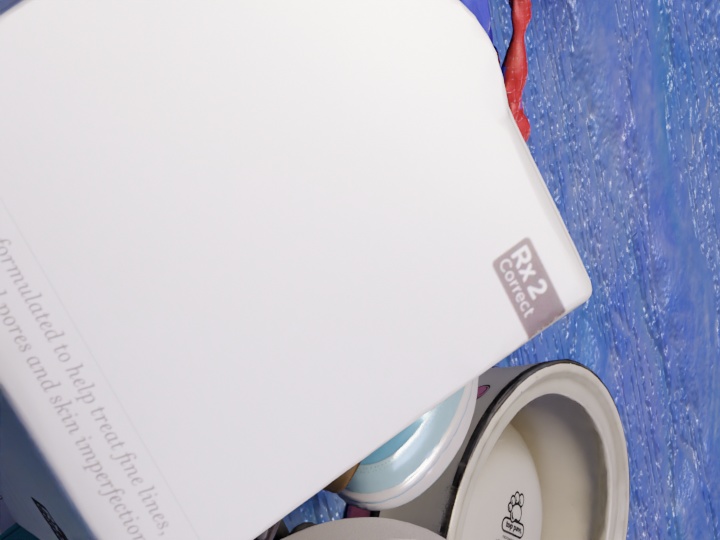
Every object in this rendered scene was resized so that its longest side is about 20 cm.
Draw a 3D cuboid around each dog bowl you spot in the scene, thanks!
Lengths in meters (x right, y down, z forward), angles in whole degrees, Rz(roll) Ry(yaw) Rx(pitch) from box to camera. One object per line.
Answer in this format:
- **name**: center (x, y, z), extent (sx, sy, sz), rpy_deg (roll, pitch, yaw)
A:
- **dog bowl**: center (0.063, 0.140, 1.381), extent (0.200, 0.074, 0.200), rpy_deg (-19, 113, -54)

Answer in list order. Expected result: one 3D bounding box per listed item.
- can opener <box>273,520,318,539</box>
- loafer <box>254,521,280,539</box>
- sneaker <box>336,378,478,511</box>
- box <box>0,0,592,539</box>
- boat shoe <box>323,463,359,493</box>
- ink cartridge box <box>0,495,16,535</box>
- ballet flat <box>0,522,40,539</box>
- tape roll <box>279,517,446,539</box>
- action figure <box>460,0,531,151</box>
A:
- **can opener**: center (-0.009, 0.200, 1.289), extent (0.079, 0.063, 0.200), rpy_deg (-46, 134, -42)
- **loafer**: center (-0.058, 0.057, 1.142), extent (0.063, 0.072, 0.200), rpy_deg (-77, -178, -82)
- **sneaker**: center (0.011, 0.004, 1.261), extent (0.131, 0.080, 0.200), rpy_deg (58, 41, -49)
- **box**: center (-0.063, -0.030, 0.895), extent (0.200, 0.131, 0.199), rpy_deg (-35, 112, -18)
- **boat shoe**: center (0.000, 0.000, 1.190), extent (0.073, 0.063, 0.200), rpy_deg (-95, -154, -85)
- **ink cartridge box**: center (-0.115, 0.155, 1.058), extent (0.067, 0.117, 0.200), rpy_deg (-19, 113, -56)
- **ballet flat**: center (-0.138, 0.148, 0.989), extent (0.200, 0.072, 0.072), rpy_deg (-37, 146, 11)
- **tape roll**: center (-0.006, 0.215, 1.243), extent (0.203, 0.037, 0.203), rpy_deg (-9, 109, -28)
- **action figure**: center (0.050, -0.121, 1.301), extent (0.052, 0.065, 0.200), rpy_deg (-48, 134, -32)
